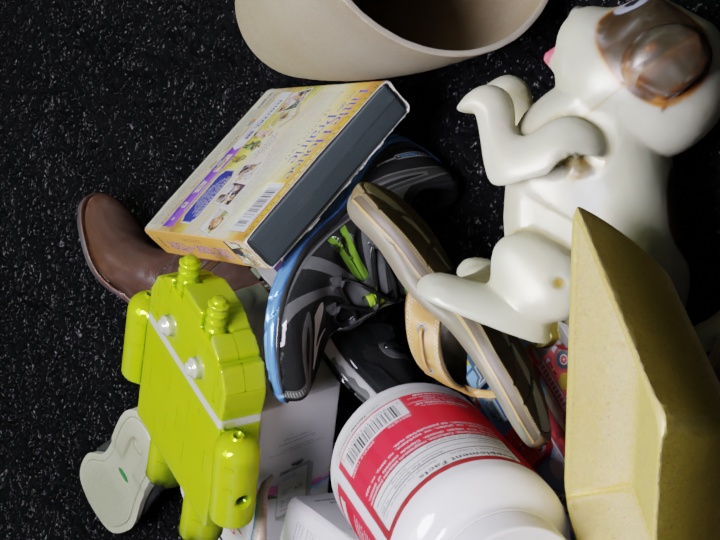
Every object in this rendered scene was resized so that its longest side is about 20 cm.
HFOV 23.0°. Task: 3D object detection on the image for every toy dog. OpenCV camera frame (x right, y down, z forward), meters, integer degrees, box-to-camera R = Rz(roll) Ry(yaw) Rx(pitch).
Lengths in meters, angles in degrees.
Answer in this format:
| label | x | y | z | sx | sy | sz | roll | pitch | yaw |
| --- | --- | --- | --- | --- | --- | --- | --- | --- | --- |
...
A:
| label | x | y | z | sx | sy | sz | roll | pitch | yaw |
| --- | --- | --- | --- | --- | --- | --- | --- | --- | --- |
| toy dog | 0.140 | -0.058 | 1.007 | 0.193 | 0.139 | 0.201 | 22 | 102 | 23 |

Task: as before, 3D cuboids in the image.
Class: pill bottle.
| label | x | y | z | sx | sy | sz | roll | pitch | yaw |
| --- | --- | --- | --- | --- | --- | --- | --- | --- | --- |
| pill bottle | 0.059 | 0.152 | 1.069 | 0.200 | 0.112 | 0.113 | -133 | 54 | -66 |

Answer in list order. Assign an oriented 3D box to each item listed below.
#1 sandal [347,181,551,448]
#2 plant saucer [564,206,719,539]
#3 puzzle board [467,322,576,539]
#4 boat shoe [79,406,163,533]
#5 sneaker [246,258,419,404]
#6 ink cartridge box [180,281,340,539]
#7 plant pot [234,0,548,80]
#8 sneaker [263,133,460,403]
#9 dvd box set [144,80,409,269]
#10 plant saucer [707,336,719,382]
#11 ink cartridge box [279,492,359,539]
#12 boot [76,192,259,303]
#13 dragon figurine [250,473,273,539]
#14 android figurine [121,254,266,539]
| label | x | y | z | sx | sy | sz | roll | pitch | yaw |
| --- | --- | --- | --- | --- | --- | --- | --- | --- | --- |
| sandal | 0.050 | 0.033 | 1.102 | 0.054 | 0.080 | 0.200 | -42 | 79 | 15 |
| plant saucer | 0.147 | 0.097 | 0.902 | 0.200 | 0.048 | 0.201 | -99 | 6 | -59 |
| puzzle board | 0.135 | 0.078 | 1.106 | 0.151 | 0.017 | 0.201 | -52 | 55 | 34 |
| boat shoe | -0.171 | 0.156 | 1.413 | 0.072 | 0.067 | 0.200 | 58 | 145 | 11 |
| sneaker | 0.000 | 0.020 | 1.213 | 0.087 | 0.076 | 0.200 | -41 | 75 | 2 |
| ink cartridge box | -0.077 | 0.123 | 1.273 | 0.117 | 0.067 | 0.201 | 51 | 147 | 37 |
| plant pot | 0.000 | -0.198 | 1.155 | 0.200 | 0.186 | 0.189 | -25 | 71 | 60 |
| sneaker | 0.000 | 0.000 | 1.156 | 0.082 | 0.071 | 0.200 | 26 | 68 | 16 |
| dvd box set | -0.062 | -0.068 | 1.212 | 0.146 | 0.029 | 0.200 | -50 | 22 | -15 |
| plant saucer | 0.257 | 0.060 | 0.877 | 0.199 | 0.030 | 0.201 | -18 | 46 | 19 |
| ink cartridge box | 0.026 | 0.255 | 1.177 | 0.200 | 0.083 | 0.148 | 31 | 113 | 44 |
| boot | -0.124 | -0.031 | 1.354 | 0.200 | 0.064 | 0.187 | -45 | 72 | 42 |
| dragon figurine | -0.067 | 0.244 | 1.174 | 0.099 | 0.059 | 0.201 | -39 | 63 | 42 |
| android figurine | -0.111 | 0.084 | 1.184 | 0.182 | 0.041 | 0.201 | 53 | 144 | 41 |
